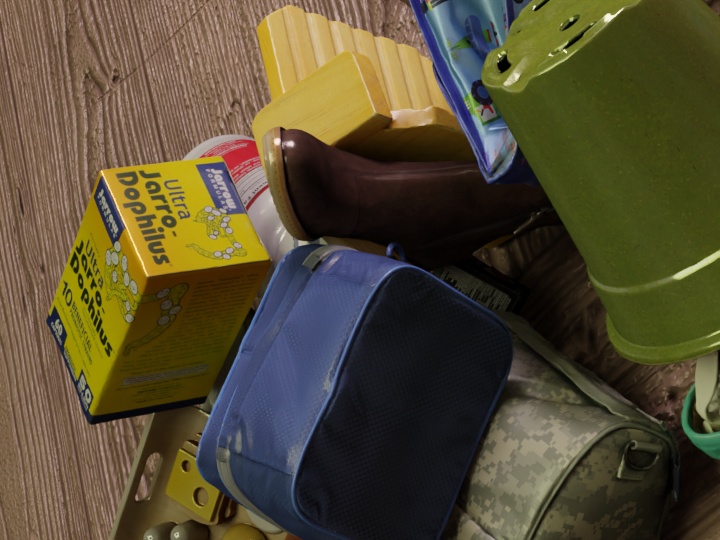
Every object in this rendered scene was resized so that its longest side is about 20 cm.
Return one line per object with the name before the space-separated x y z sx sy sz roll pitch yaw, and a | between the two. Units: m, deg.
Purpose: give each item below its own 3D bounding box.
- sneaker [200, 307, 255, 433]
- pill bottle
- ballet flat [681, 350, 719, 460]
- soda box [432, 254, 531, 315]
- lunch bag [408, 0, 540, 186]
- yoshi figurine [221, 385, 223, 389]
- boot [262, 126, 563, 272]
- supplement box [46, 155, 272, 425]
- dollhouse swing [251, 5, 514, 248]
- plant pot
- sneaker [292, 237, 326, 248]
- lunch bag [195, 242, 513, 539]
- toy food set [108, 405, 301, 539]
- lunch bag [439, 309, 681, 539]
sneaker | -0.104 0.124 1.766 0.072 0.072 0.200 1 95 28
pill bottle | -0.069 -0.035 1.700 0.200 0.112 0.112 31 108 54
ballet flat | 0.250 0.028 1.256 0.067 0.070 0.200 42 115 52
soda box | 0.045 0.086 1.492 0.063 0.071 0.200 30 98 9
lunch bag | 0.115 -0.140 1.324 0.094 0.151 0.200 -21 80 36
yoshi figurine | -0.015 0.093 1.630 0.200 0.112 0.112 -19 106 37
boot | 0.039 -0.059 1.362 0.166 0.200 0.072 -15 65 17
supplement box | -0.165 0.017 1.656 0.109 0.109 0.200 63 145 29
dollhouse swing | 0.042 -0.131 1.489 0.182 0.200 0.176 -31 52 48
plant pot | 0.174 -0.081 1.217 0.200 0.190 0.200 -35 21 16
sneaker | 0.000 0.000 1.525 0.082 0.070 0.200 -21 60 23
lunch bag | -0.007 0.075 1.329 0.132 0.136 0.200 10 71 51
toy food set | -0.114 0.211 1.698 0.200 0.060 0.144 28 108 30
lunch bag | 0.110 0.134 1.371 0.200 0.139 0.168 42 118 51
